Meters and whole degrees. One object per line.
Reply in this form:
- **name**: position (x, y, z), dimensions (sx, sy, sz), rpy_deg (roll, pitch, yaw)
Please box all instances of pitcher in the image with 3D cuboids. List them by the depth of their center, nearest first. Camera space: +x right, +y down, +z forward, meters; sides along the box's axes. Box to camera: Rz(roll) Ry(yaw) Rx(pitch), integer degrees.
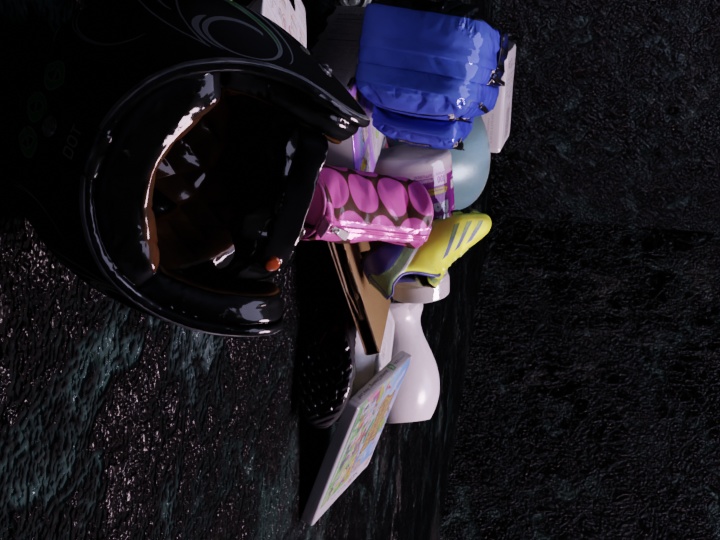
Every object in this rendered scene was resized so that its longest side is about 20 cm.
- **pitcher**: position (0.071, 0.159, 1.772), dimensions (0.172, 0.120, 0.203), rpy_deg (128, -42, -83)

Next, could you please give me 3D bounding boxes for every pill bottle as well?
- **pill bottle**: position (0.075, -0.063, 1.382), dimensions (0.112, 0.111, 0.202), rpy_deg (-57, 143, -66)

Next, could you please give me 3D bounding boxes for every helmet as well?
- **helmet**: position (-0.100, -0.067, 0.590), dimensions (0.191, 0.198, 0.202), rpy_deg (-138, -136, -58)

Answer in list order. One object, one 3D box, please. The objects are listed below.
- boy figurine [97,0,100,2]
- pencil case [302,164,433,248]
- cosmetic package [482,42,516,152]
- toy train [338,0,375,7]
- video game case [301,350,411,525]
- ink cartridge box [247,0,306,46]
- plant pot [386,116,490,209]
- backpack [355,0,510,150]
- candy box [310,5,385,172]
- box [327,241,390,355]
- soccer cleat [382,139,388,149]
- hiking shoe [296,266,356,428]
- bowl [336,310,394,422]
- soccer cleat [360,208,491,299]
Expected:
- **boy figurine**: position (-0.138, -0.185, 0.681), dimensions (0.200, 0.064, 0.126), rpy_deg (38, 55, -73)
- **pencil case**: position (0.001, -0.066, 1.151), dimensions (0.199, 0.094, 0.092), rpy_deg (-1, 120, -45)
- **cosmetic package**: position (0.154, -0.301, 1.726), dimensions (0.167, 0.197, 0.168), rpy_deg (-54, 148, -69)
- **toy train**: position (0.035, -0.328, 1.342), dimensions (0.201, 0.113, 0.086), rpy_deg (84, 15, -44)
- **video game case**: position (-0.003, 0.225, 1.379), dimensions (0.182, 0.022, 0.202), rpy_deg (-35, 149, -60)
- **ink cartridge box**: position (-0.094, -0.196, 0.968), dimensions (0.162, 0.050, 0.202), rpy_deg (55, 33, -72)
- **plant pot**: position (0.073, -0.170, 1.497), dimensions (0.134, 0.199, 0.202), rpy_deg (-20, 122, -36)
- **backpack**: position (0.083, -0.225, 1.158), dimensions (0.200, 0.161, 0.170), rpy_deg (-15, 111, -76)
- **candy box**: position (-0.018, -0.201, 1.245), dimensions (0.201, 0.071, 0.169), rpy_deg (-72, 162, -47)
- **box**: position (0.000, 0.000, 1.297), dimensions (0.200, 0.021, 0.165), rpy_deg (-73, 145, -73)
- **soccer cleat**: position (0.002, -0.109, 1.413), dimensions (0.076, 0.066, 0.203), rpy_deg (-18, 112, -63)
- **hiking shoe**: position (-0.031, 0.102, 1.297), dimensions (0.101, 0.075, 0.202), rpy_deg (47, 48, -70)
- **bowl**: position (-0.001, 0.116, 1.465), dimensions (0.200, 0.074, 0.202), rpy_deg (58, 38, -69)
- **soccer cleat**: position (0.090, -0.018, 1.278), dimensions (0.084, 0.199, 0.065), rpy_deg (61, -31, 14)
